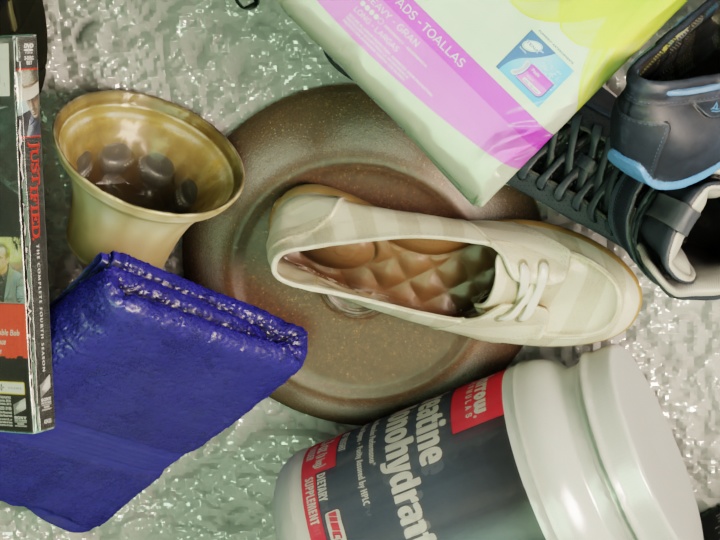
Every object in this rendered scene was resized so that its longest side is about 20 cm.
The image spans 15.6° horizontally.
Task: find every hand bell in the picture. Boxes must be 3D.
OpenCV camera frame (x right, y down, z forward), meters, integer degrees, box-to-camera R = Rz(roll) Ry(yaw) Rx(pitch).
[{"bbox_3d":[-0.142,0.013,1.421,0.104,0.104,0.200,22,124,-3],"label":"hand bell"}]

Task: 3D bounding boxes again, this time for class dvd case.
[{"bbox_3d":[-0.222,-0.019,1.350,0.146,0.022,0.200,0,97,32],"label":"dvd case"}]

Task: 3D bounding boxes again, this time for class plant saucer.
[{"bbox_3d":[0.000,0.000,1.415,0.200,0.037,0.201,2,113,6],"label":"plant saucer"}]

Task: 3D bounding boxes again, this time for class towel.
[{"bbox_3d":[-0.142,0.066,1.408,0.148,0.050,0.200,20,135,-42],"label":"towel"}]

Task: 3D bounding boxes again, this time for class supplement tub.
[{"bbox_3d":[0.067,0.131,1.404,0.200,0.140,0.141,-23,108,15],"label":"supplement tub"}]

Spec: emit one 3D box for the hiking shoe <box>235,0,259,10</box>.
[{"bbox_3d":[-0.077,-0.235,1.321,0.087,0.074,0.200,4,108,-27],"label":"hiking shoe"}]

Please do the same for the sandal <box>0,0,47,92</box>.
[{"bbox_3d":[-0.201,-0.164,1.352,0.057,0.080,0.201,9,114,18],"label":"sandal"}]

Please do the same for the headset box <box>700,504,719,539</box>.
[{"bbox_3d":[0.208,0.204,1.387,0.174,0.200,0.093,-30,106,16],"label":"headset box"}]

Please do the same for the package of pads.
[{"bbox_3d":[0.073,-0.154,1.259,0.155,0.068,0.200,45,100,0],"label":"package of pads"}]

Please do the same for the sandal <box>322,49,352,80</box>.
[{"bbox_3d":[0.074,-0.152,1.335,0.200,0.048,0.075,-32,83,5],"label":"sandal"}]

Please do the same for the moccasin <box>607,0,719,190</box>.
[{"bbox_3d":[0.198,-0.111,1.266,0.080,0.200,0.068,26,141,28],"label":"moccasin"}]

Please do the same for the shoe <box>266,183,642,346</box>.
[{"bbox_3d":[0.047,0.005,1.363,0.200,0.053,0.070,12,113,2],"label":"shoe"}]

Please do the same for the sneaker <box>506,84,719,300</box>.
[{"bbox_3d":[0.121,-0.052,1.316,0.202,0.146,0.077,25,99,-6],"label":"sneaker"}]
